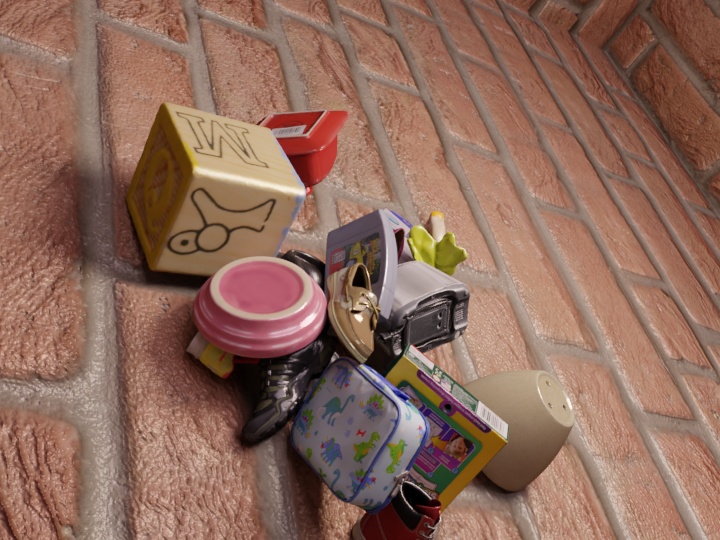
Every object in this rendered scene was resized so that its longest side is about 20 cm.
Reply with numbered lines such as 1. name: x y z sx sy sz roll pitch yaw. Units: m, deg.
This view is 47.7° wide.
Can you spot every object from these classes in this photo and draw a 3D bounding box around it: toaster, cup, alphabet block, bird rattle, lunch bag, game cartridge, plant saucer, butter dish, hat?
1. toaster: 0.078 0.065 1.353 0.197 0.116 0.129 -21 36 -30
2. cup: 0.279 0.250 1.387 0.199 0.143 0.202 34 34 -28
3. alphabet block: -0.233 -0.119 1.289 0.197 0.197 0.197 9 33 -37
4. bird rattle: 0.135 -0.015 1.529 0.110 0.202 0.165 6 51 1
5. lunch bag: -0.001 0.221 1.125 0.082 0.163 0.199 31 1 -36
6. game cartridge: 0.000 0.000 1.328 0.041 0.131 0.203 38 42 -44
7. plant saucer: -0.144 0.042 1.185 0.196 0.052 0.202 5 36 -3
8. butter dish: -0.124 -0.212 1.564 0.196 0.150 0.200 0 31 18
9. hat: -0.101 0.020 1.374 0.198 0.081 0.203 23 39 -20

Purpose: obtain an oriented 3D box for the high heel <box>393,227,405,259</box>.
1. high heel: 0.029 0.012 1.461 0.067 0.096 0.201 34 52 -3

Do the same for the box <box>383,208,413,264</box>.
1. box: 0.060 -0.047 1.632 0.119 0.042 0.200 40 33 0

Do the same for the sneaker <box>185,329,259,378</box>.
1. sneaker: -0.170 0.099 1.237 0.090 0.078 0.199 45 47 9

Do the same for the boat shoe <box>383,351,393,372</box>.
1. boat shoe: 0.081 0.132 1.425 0.064 0.074 0.202 20 40 -17

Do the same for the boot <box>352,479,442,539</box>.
1. boot: 0.088 0.389 1.091 0.072 0.145 0.201 -17 64 -52

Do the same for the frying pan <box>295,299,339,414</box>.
1. frying pan: -0.054 0.136 1.251 0.115 0.031 0.191 40 73 1

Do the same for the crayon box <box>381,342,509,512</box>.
1. crayon box: 0.094 0.241 1.226 0.199 0.173 0.058 39 21 0

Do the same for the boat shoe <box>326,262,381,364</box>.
1. boat shoe: -0.006 0.053 1.204 0.074 0.066 0.201 46 16 -33

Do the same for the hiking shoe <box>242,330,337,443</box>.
1. hiking shoe: -0.121 0.155 1.184 0.100 0.076 0.201 35 62 6
